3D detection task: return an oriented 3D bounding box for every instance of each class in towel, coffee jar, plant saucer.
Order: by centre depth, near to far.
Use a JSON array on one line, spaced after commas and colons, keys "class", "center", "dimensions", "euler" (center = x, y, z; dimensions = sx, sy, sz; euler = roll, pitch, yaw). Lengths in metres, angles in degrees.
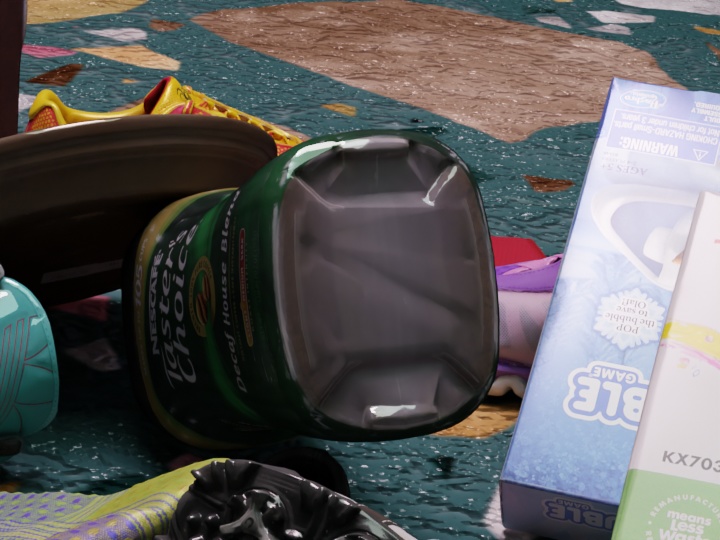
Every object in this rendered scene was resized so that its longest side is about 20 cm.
[{"class": "towel", "center": [-0.148, 0.095, 0.619], "dimensions": [0.144, 0.023, 0.200], "euler": [-10, 5, 44]}, {"class": "coffee jar", "center": [-0.027, 0.013, 0.754], "dimensions": [0.085, 0.104, 0.200], "euler": [-5, -4, -22]}, {"class": "plant saucer", "center": [-0.129, -0.017, 0.864], "dimensions": [0.200, 0.029, 0.200], "euler": [-15, -12, -3]}]

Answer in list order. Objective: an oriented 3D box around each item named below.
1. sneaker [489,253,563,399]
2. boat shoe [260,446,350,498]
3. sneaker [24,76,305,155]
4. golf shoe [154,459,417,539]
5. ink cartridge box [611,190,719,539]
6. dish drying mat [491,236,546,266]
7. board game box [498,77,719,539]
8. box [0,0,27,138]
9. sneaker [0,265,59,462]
[{"class": "sneaker", "center": [0.100, 0.016, 0.899], "dimensions": [0.200, 0.089, 0.080], "euler": [16, 24, 28]}, {"class": "boat shoe", "center": [-0.043, 0.110, 0.627], "dimensions": [0.074, 0.066, 0.199], "euler": [15, 22, 19]}, {"class": "sneaker", "center": [-0.076, -0.059, 1.068], "dimensions": [0.200, 0.077, 0.073], "euler": [2, 19, -16]}, {"class": "golf shoe", "center": [0.031, 0.123, 0.580], "dimensions": [0.200, 0.078, 0.094], "euler": [37, 11, 11]}, {"class": "ink cartridge box", "center": [0.161, 0.045, 0.720], "dimensions": [0.117, 0.067, 0.200], "euler": [11, 56, 12]}, {"class": "dish drying mat", "center": [0.000, 0.000, 1.015], "dimensions": [0.200, 0.018, 0.077], "euler": [2, 21, -15]}, {"class": "board game box", "center": [0.174, 0.027, 0.800], "dimensions": [0.200, 0.043, 0.199], "euler": [11, 59, 12]}, {"class": "box", "center": [-0.309, -0.148, 1.106], "dimensions": [0.164, 0.166, 0.200], "euler": [22, 25, 38]}, {"class": "sneaker", "center": [-0.169, 0.045, 0.742], "dimensions": [0.121, 0.084, 0.200], "euler": [-6, 16, -11]}]
